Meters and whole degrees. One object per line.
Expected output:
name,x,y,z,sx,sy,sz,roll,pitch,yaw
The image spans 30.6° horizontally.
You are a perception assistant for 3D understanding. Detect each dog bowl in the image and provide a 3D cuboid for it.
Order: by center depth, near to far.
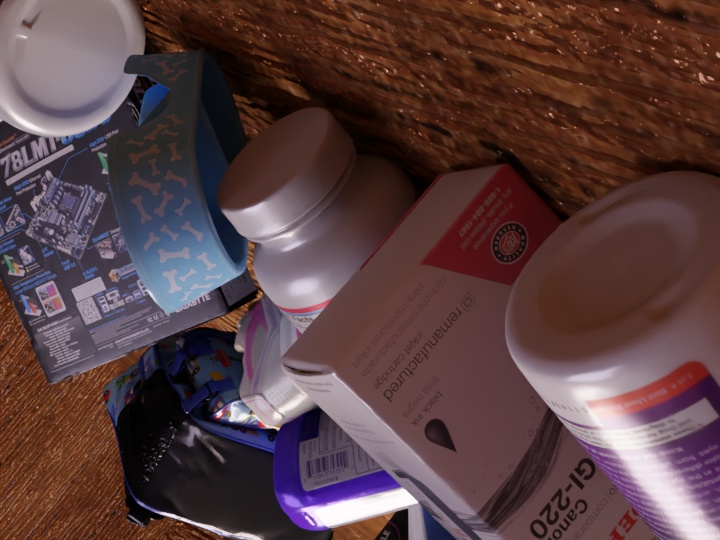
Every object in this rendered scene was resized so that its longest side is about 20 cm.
dog bowl,-0.105,-0.062,0.803,0.201,0.049,0.112,-93,-14,-54

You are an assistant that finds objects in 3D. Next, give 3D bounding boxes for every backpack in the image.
backpack,-0.105,0.118,1.038,0.182,0.135,0.200,24,-166,-30

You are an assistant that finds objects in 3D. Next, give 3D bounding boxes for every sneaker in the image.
sneaker,-0.047,0.037,0.937,0.081,0.088,0.200,47,-159,-14

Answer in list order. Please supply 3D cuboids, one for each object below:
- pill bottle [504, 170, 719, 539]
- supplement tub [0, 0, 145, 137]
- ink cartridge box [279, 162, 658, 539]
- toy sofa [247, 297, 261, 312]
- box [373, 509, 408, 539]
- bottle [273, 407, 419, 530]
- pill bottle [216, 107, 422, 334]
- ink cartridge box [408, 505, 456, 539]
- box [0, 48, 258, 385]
pill bottle,0.157,0.065,0.558,0.200,0.112,0.111,50,164,-27
supplement tub,-0.246,-0.174,0.898,0.200,0.123,0.123,29,161,43
ink cartridge box,0.082,0.065,0.687,0.200,0.146,0.085,45,164,-16
toy sofa,0.001,0.084,1.120,0.199,0.097,0.083,34,139,30
box,0.129,0.267,1.144,0.200,0.149,0.124,27,161,45
bottle,0.039,0.115,0.887,0.084,0.199,0.065,-89,-26,-46
pill bottle,0.007,0.004,0.781,0.200,0.109,0.109,50,163,-29
ink cartridge box,0.077,0.221,0.918,0.201,0.076,0.137,-94,1,-54
box,-0.198,-0.035,0.989,0.199,0.050,0.200,-22,94,33
